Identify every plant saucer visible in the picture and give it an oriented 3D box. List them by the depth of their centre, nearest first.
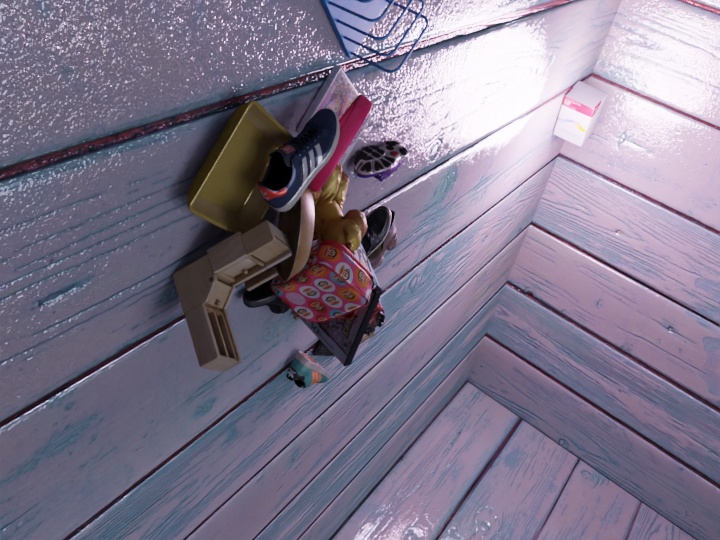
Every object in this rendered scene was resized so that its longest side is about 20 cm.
[{"bbox_3d":[-0.202,-0.170,1.072,0.203,0.048,0.200,-58,158,0],"label":"plant saucer"},{"bbox_3d":[-0.121,-0.079,1.187,0.035,0.202,0.204,4,124,-19],"label":"plant saucer"}]

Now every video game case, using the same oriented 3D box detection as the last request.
[{"bbox_3d":[-0.047,-0.301,1.271,0.145,0.018,0.200,-59,158,-1],"label":"video game case"},{"bbox_3d":[-0.051,0.073,1.372,0.025,0.180,0.203,-10,132,-46],"label":"video game case"}]

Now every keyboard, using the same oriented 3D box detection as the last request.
[{"bbox_3d":[-0.066,0.196,1.839,0.129,0.020,0.199,-61,158,5],"label":"keyboard"}]

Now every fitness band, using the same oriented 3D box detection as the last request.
[{"bbox_3d":[-0.042,-0.239,1.186,0.203,0.037,0.143,-60,-166,-11],"label":"fitness band"}]

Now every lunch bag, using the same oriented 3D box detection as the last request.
[{"bbox_3d":[-0.069,0.036,1.275,0.176,0.198,0.083,42,49,-27],"label":"lunch bag"}]

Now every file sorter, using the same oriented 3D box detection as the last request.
[{"bbox_3d":[0.029,-0.467,1.091,0.140,0.121,0.200,-56,157,-6],"label":"file sorter"}]

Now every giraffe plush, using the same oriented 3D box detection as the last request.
[{"bbox_3d":[-0.056,-0.100,1.297,0.201,0.161,0.173,-51,159,-8],"label":"giraffe plush"}]

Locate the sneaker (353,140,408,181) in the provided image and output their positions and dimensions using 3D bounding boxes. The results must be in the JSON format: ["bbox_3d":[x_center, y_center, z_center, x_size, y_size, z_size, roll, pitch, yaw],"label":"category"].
[{"bbox_3d":[0.048,-0.240,1.471,0.199,0.080,0.085,-28,149,-52],"label":"sneaker"}]

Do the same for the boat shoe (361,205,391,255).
[{"bbox_3d":[0.009,-0.081,1.585,0.200,0.074,0.066,-49,169,1],"label":"boat shoe"}]

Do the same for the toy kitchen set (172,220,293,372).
[{"bbox_3d":[-0.188,0.054,1.118,0.197,0.184,0.163,-27,159,10],"label":"toy kitchen set"}]

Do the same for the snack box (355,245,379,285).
[{"bbox_3d":[0.000,0.000,1.507,0.118,0.036,0.202,-92,162,-51],"label":"snack box"}]

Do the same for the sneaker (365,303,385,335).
[{"bbox_3d":[0.003,0.077,1.448,0.070,0.098,0.202,-38,152,-12],"label":"sneaker"}]

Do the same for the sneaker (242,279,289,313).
[{"bbox_3d":[-0.183,0.060,1.375,0.199,0.059,0.106,-37,146,-48],"label":"sneaker"}]

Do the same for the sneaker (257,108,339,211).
[{"bbox_3d":[-0.107,-0.202,1.079,0.203,0.074,0.084,-61,150,-7],"label":"sneaker"}]

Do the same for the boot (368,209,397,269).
[{"bbox_3d":[0.040,-0.081,1.670,0.200,0.073,0.099,-49,148,-48],"label":"boot"}]

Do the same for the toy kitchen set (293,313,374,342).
[{"bbox_3d":[-0.027,0.059,1.549,0.199,0.161,0.184,-25,140,-53],"label":"toy kitchen set"}]

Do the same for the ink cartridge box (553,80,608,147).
[{"bbox_3d":[0.943,-0.671,2.709,0.145,0.143,0.202,-44,153,-32],"label":"ink cartridge box"}]

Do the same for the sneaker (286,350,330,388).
[{"bbox_3d":[-0.147,0.282,1.723,0.080,0.071,0.200,-51,152,-5],"label":"sneaker"}]
